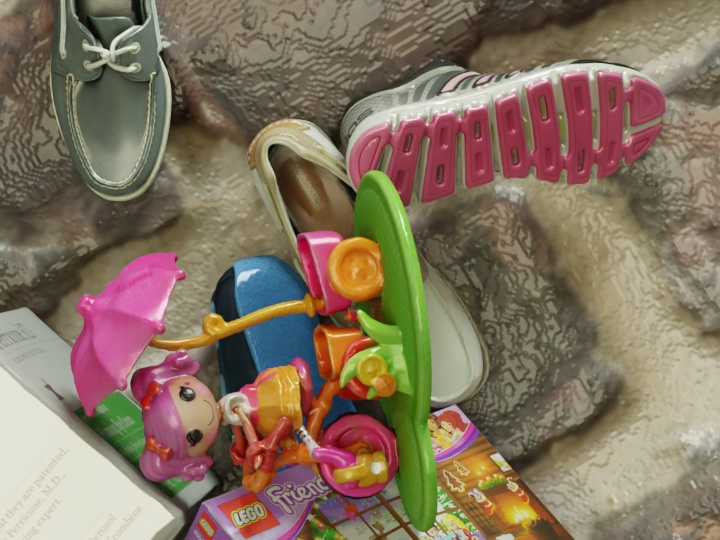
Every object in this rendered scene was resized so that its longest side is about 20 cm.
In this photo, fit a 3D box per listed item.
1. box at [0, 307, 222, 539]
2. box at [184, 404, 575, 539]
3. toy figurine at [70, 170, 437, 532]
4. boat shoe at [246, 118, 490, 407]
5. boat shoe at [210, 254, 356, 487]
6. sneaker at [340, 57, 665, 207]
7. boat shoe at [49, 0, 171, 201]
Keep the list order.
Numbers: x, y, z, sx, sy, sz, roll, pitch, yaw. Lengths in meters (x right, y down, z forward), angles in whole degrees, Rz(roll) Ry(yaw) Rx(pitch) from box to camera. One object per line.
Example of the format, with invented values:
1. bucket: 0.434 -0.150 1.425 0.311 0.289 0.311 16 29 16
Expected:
1. box: -0.210 0.149 1.658 0.171 0.199 0.200 40 94 2
2. box: 0.020 0.160 1.614 0.137 0.200 0.039 48 134 25
3. toy figurine: -0.064 0.057 1.571 0.184 0.150 0.200 -9 91 -11
4. boat shoe: 0.000 0.000 1.694 0.075 0.068 0.200 -40 90 6
5. boat shoe: -0.039 0.091 1.706 0.084 0.069 0.200 -4 80 -27
6. sneaker: 0.076 -0.090 1.680 0.200 0.087 0.074 -12 117 -15
7. boat shoe: -0.152 -0.140 1.702 0.073 0.062 0.200 -1 93 5
